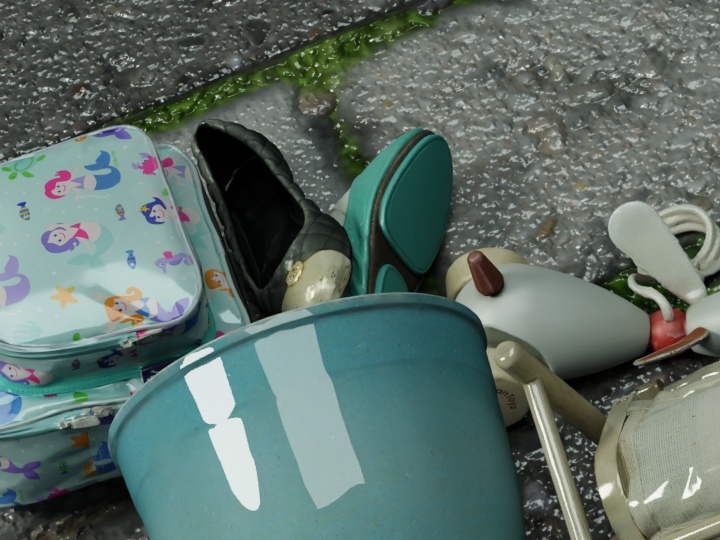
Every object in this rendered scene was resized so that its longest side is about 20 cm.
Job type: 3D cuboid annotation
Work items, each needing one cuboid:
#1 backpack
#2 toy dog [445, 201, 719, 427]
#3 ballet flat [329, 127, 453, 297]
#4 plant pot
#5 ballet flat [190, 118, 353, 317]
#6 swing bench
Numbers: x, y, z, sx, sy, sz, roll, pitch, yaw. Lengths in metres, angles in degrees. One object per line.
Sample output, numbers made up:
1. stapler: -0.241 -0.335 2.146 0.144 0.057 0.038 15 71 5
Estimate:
1. backpack: -0.163 0.029 1.600 0.199 0.151 0.178 -20 52 -1
2. toy dog: 0.128 0.014 1.594 0.199 0.096 0.132 -22 52 -9
3. ballet flat: 0.000 0.000 1.648 0.070 0.067 0.200 -9 46 26
4. plant pot: -0.004 0.141 1.463 0.199 0.200 0.188 -17 67 -5
5. ballet flat: -0.054 -0.023 1.640 0.067 0.057 0.200 -50 31 8
6. swing bench: 0.206 0.073 1.446 0.198 0.200 0.130 -24 71 24
